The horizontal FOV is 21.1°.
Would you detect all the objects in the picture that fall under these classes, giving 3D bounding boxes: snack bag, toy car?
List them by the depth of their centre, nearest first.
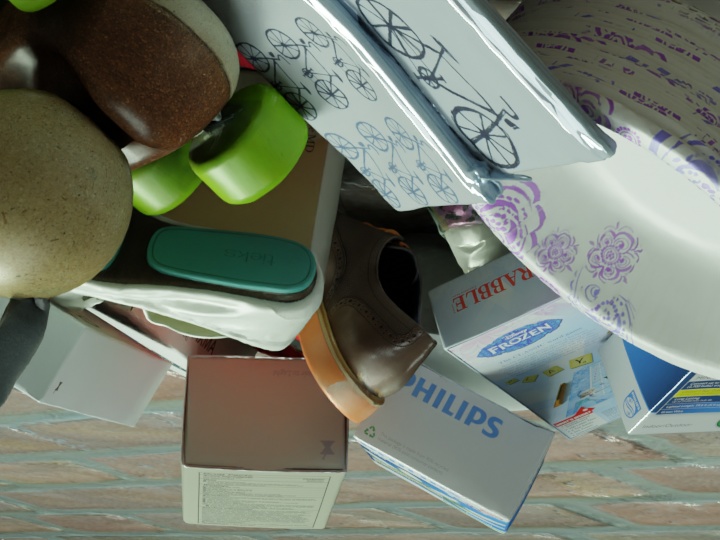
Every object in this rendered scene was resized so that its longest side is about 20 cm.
[{"bbox_3d":[0.002,-0.097,0.818,0.189,0.021,0.200,46,160,-19],"label":"snack bag"},{"bbox_3d":[-0.153,-0.040,0.870,0.164,0.200,0.158,43,154,-27],"label":"toy car"}]

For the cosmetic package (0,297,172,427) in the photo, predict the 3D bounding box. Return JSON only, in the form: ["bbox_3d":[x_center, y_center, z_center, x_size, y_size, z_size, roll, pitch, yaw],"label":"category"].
[{"bbox_3d":[-0.200,0.025,1.085,0.151,0.052,0.200,33,177,10],"label":"cosmetic package"}]

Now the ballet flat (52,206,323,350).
[{"bbox_3d":[-0.118,0.000,0.988,0.199,0.070,0.069,15,164,1],"label":"ballet flat"}]

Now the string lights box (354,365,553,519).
[{"bbox_3d":[0.059,0.108,1.186,0.103,0.059,0.200,28,173,8],"label":"string lights box"}]

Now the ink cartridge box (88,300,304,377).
[{"bbox_3d":[-0.102,0.035,1.198,0.176,0.045,0.200,24,169,21],"label":"ink cartridge box"}]

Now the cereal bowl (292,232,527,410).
[{"bbox_3d":[0.050,0.029,1.284,0.199,0.084,0.200,9,164,2],"label":"cereal bowl"}]

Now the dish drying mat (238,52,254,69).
[{"bbox_3d":[-0.060,-0.124,0.952,0.199,0.018,0.077,15,161,-13],"label":"dish drying mat"}]

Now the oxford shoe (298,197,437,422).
[{"bbox_3d":[0.000,0.000,1.108,0.073,0.200,0.071,-35,130,14],"label":"oxford shoe"}]

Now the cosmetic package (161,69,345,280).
[{"bbox_3d":[-0.112,-0.057,1.054,0.199,0.106,0.071,6,163,6],"label":"cosmetic package"}]

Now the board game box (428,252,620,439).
[{"bbox_3d":[0.169,0.019,1.116,0.200,0.041,0.199,-25,151,16],"label":"board game box"}]

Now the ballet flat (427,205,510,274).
[{"bbox_3d":[0.097,-0.010,1.149,0.069,0.071,0.200,-3,159,38],"label":"ballet flat"}]

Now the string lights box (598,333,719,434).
[{"bbox_3d":[0.222,0.014,1.027,0.103,0.059,0.200,-1,148,-26],"label":"string lights box"}]

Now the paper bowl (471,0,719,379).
[{"bbox_3d":[0.143,-0.049,0.859,0.200,0.104,0.201,33,160,14],"label":"paper bowl"}]

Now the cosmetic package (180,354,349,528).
[{"bbox_3d":[-0.064,0.115,1.250,0.103,0.073,0.200,3,162,-5],"label":"cosmetic package"}]
